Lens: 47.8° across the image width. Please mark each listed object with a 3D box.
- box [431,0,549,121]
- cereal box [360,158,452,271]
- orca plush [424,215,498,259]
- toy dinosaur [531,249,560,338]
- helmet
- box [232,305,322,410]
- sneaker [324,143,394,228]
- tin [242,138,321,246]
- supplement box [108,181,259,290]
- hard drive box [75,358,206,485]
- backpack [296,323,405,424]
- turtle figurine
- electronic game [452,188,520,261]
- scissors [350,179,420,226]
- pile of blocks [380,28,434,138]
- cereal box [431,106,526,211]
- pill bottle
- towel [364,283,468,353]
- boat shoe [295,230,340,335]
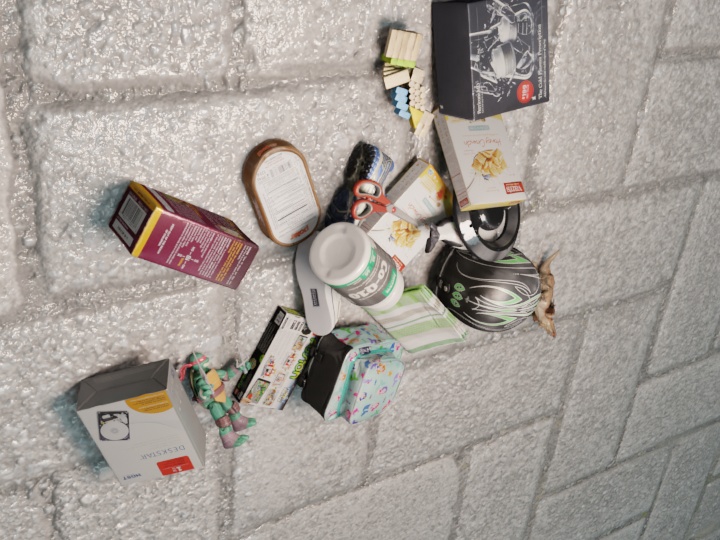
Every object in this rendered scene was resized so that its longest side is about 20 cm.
[{"bbox_3d":[0.234,-0.385,1.443,0.182,0.104,0.200,-19,115,-26],"label":"box"},{"bbox_3d":[0.088,-0.097,1.563,0.200,0.040,0.144,-49,137,-3],"label":"cereal box"},{"bbox_3d":[0.182,-0.059,1.586,0.200,0.071,0.105,-22,89,-46],"label":"orca plush"},{"bbox_3d":[0.425,0.047,1.895,0.135,0.086,0.200,14,91,-52],"label":"toy dinosaur"},{"bbox_3d":[0.272,0.035,1.678,0.200,0.190,0.200,-48,151,-36],"label":"helmet"},{"bbox_3d":[-0.153,0.171,1.559,0.110,0.035,0.200,20,103,-43],"label":"box"},{"bbox_3d":[0.007,-0.125,1.475,0.085,0.077,0.200,12,109,-45],"label":"sneaker"},{"bbox_3d":[-0.133,-0.129,1.393,0.112,0.042,0.200,-29,130,-15],"label":"tin"},{"bbox_3d":[-0.275,-0.053,1.279,0.200,0.110,0.086,22,102,-43],"label":"supplement box"},{"bbox_3d":[-0.368,0.261,1.386,0.156,0.077,0.200,-14,128,1],"label":"hard drive box"},{"bbox_3d":[-0.001,0.200,1.608,0.200,0.150,0.178,-13,127,-55],"label":"backpack"},{"bbox_3d":[-0.255,0.212,1.462,0.150,0.101,0.200,-45,118,-55],"label":"turtle figurine"},{"bbox_3d":[0.247,-0.117,1.581,0.200,0.042,0.200,5,83,-44],"label":"electronic game"},{"bbox_3d":[0.054,-0.120,1.468,0.200,0.014,0.073,5,103,-46],"label":"scissors"},{"bbox_3d":[0.072,-0.327,1.414,0.082,0.062,0.200,-19,119,-12],"label":"pile of blocks"},{"bbox_3d":[0.224,-0.215,1.524,0.144,0.040,0.200,-10,79,-34],"label":"cereal box"},{"bbox_3d":[0.000,0.000,1.441,0.113,0.113,0.200,-51,150,0],"label":"pill bottle"},{"bbox_3d":[0.113,0.106,1.664,0.149,0.031,0.200,-20,138,27],"label":"towel"},{"bbox_3d":[-0.070,0.019,1.509,0.066,0.072,0.200,-43,127,-61],"label":"boat shoe"}]
